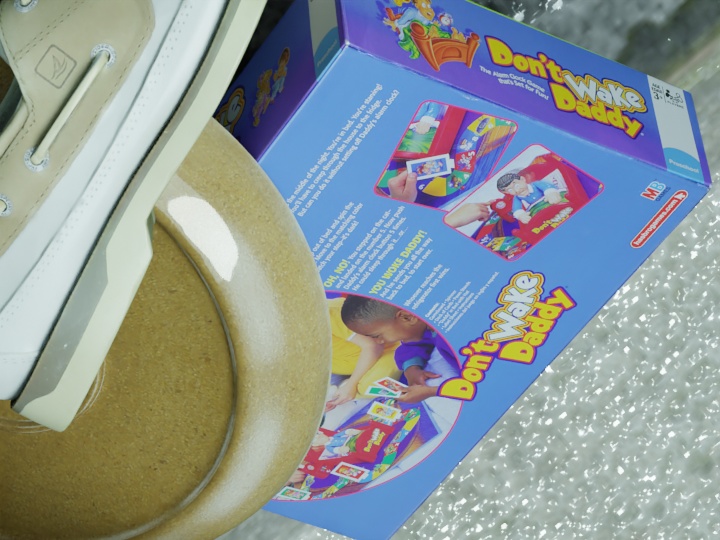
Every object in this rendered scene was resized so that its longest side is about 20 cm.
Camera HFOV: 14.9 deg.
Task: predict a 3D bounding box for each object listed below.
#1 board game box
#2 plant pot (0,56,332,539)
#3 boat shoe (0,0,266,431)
[{"bbox_3d":[0.000,0.000,0.893,0.134,0.045,0.200,20,131,-25],"label":"board game box"},{"bbox_3d":[-0.108,0.018,0.863,0.199,0.028,0.201,8,124,12],"label":"plant pot"},{"bbox_3d":[-0.073,-0.058,0.768,0.068,0.075,0.201,24,91,-9],"label":"boat shoe"}]
